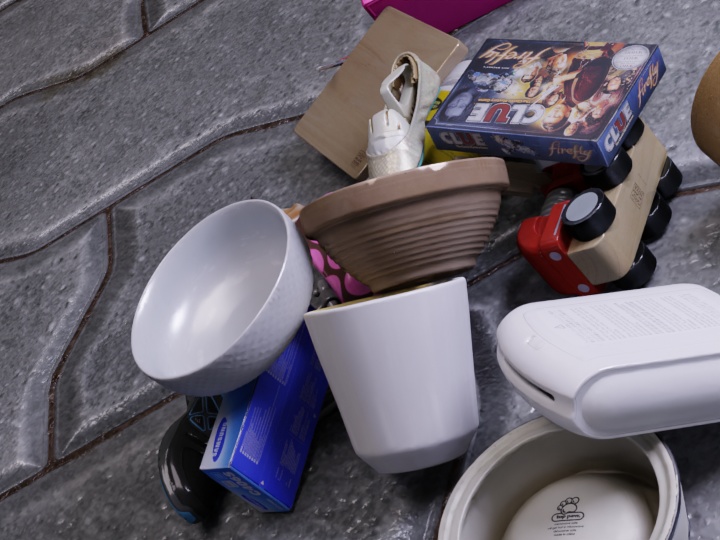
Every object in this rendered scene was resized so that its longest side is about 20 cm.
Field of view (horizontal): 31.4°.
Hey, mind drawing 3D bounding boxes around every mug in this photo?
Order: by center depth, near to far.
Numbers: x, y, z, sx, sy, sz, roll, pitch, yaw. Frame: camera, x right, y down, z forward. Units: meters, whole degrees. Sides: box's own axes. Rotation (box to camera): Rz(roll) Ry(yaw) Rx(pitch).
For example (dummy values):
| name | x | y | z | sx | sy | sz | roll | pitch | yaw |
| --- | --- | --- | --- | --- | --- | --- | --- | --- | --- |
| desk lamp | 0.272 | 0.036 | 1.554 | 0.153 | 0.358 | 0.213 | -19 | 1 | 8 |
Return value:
| name | x | y | z | sx | sy | sz | roll | pitch | yaw |
| --- | --- | --- | --- | --- | --- | --- | --- | --- | --- |
| mug | 0.040 | 0.095 | 1.162 | 0.149 | 0.154 | 0.187 | -14 | 0 | 5 |

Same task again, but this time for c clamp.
| name | x | y | z | sx | sy | sz | roll | pitch | yaw |
| --- | --- | --- | --- | --- | --- | --- | --- | --- | --- |
| c clamp | -0.037 | 0.075 | 1.356 | 0.170 | 0.027 | 0.200 | -32 | 35 | 9 |

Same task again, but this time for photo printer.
| name | x | y | z | sx | sy | sz | roll | pitch | yaw |
| --- | --- | --- | --- | --- | --- | --- | --- | --- | --- |
| photo printer | 0.214 | 0.070 | 1.016 | 0.199 | 0.070 | 0.166 | -7 | 19 | -15 |

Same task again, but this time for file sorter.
| name | x | y | z | sx | sy | sz | roll | pitch | yaw |
| --- | --- | --- | --- | --- | --- | --- | --- | --- | --- |
| file sorter | 0.102 | -0.404 | 1.666 | 0.199 | 0.139 | 0.126 | -25 | 63 | 16 |

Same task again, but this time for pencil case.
| name | x | y | z | sx | sy | sz | roll | pitch | yaw |
| --- | --- | --- | --- | --- | --- | --- | --- | --- | --- |
| pencil case | 0.000 | 0.000 | 1.334 | 0.093 | 0.091 | 0.200 | -35 | 42 | -4 |

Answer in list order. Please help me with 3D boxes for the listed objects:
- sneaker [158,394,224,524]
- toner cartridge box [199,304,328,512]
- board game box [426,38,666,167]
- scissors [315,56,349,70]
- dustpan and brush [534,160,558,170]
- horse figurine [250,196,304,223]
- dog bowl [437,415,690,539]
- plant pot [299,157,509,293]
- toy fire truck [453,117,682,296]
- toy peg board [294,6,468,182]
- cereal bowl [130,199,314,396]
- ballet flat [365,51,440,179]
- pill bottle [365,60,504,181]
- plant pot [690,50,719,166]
| name | x | y | z | sx | sy | sz | roll | pitch | yaw |
| --- | --- | --- | --- | --- | --- | --- | --- | --- | --- |
| sneaker | -0.148 | 0.165 | 1.307 | 0.082 | 0.073 | 0.201 | -20 | 38 | 24 |
| toner cartridge box | -0.084 | 0.125 | 1.255 | 0.043 | 0.095 | 0.201 | -12 | 49 | 39 |
| board game box | 0.179 | -0.168 | 1.254 | 0.199 | 0.035 | 0.136 | 10 | 55 | 40 |
| scissors | -0.023 | -0.271 | 1.681 | 0.073 | 0.014 | 0.200 | -17 | 10 | 38 |
| dustpan and brush | 0.214 | -0.196 | 1.406 | 0.200 | 0.140 | 0.057 | -36 | -5 | -27 |
| horse figurine | -0.107 | -0.045 | 1.530 | 0.199 | 0.050 | 0.132 | -4 | 28 | 49 |
| dog bowl | 0.163 | 0.207 | 0.989 | 0.199 | 0.074 | 0.201 | -24 | 36 | 19 |
| plant pot | 0.049 | -0.035 | 1.202 | 0.200 | 0.093 | 0.201 | -14 | -4 | -1 |
| toy fire truck | 0.188 | -0.065 | 1.262 | 0.199 | 0.129 | 0.177 | -17 | 38 | 45 |
| toy peg board | 0.046 | -0.197 | 1.570 | 0.199 | 0.098 | 0.200 | -53 | 33 | 3 |
| cereal bowl | -0.120 | 0.036 | 1.222 | 0.200 | 0.083 | 0.201 | -28 | 41 | 27 |
| ballet flat | 0.035 | -0.155 | 1.332 | 0.067 | 0.062 | 0.201 | -23 | 33 | 32 |
| pill bottle | 0.095 | -0.129 | 1.407 | 0.114 | 0.114 | 0.200 | 5 | 51 | 44 |
| plant pot | 0.408 | -0.104 | 1.071 | 0.186 | 0.187 | 0.200 | -32 | 48 | 5 |
